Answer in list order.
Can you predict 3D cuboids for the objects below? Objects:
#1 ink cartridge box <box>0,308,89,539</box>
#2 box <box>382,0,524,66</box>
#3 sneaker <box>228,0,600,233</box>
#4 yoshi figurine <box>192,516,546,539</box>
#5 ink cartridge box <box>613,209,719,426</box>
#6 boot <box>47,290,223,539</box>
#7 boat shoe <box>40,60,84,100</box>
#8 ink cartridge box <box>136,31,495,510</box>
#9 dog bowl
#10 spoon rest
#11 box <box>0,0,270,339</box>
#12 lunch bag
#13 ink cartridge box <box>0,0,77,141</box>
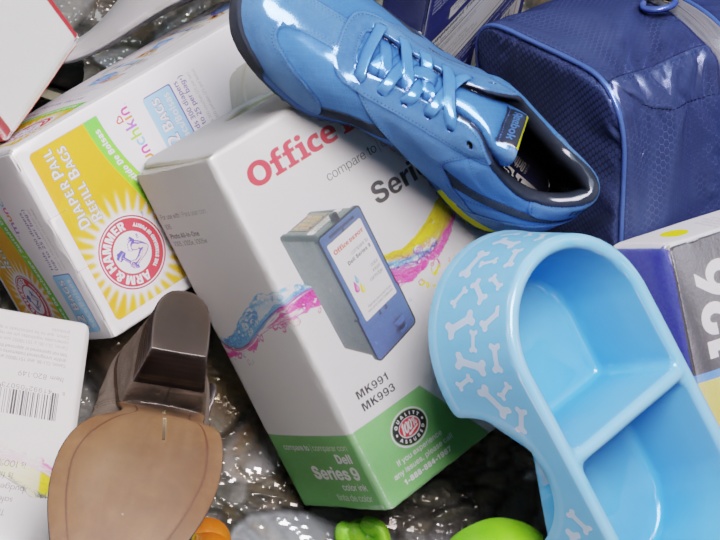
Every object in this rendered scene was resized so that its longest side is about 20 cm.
[{"bbox_3d":[-0.201,0.117,0.875,0.116,0.068,0.200,11,57,-12],"label":"ink cartridge box"},{"bbox_3d":[0.056,-0.163,0.959,0.032,0.200,0.121,34,62,13],"label":"box"},{"bbox_3d":[0.032,-0.084,0.864,0.200,0.078,0.066,34,71,-25],"label":"sneaker"},{"bbox_3d":[0.013,0.152,0.883,0.200,0.112,0.113,13,48,-6],"label":"yoshi figurine"},{"bbox_3d":[0.203,0.067,0.948,0.200,0.047,0.198,-18,102,-24],"label":"ink cartridge box"},{"bbox_3d":[-0.108,0.110,0.860,0.070,0.146,0.200,19,48,-3],"label":"boot"},{"bbox_3d":[-0.245,-0.154,1.054,0.201,0.074,0.063,27,94,10],"label":"boat shoe"},{"bbox_3d":[0.000,0.000,0.934,0.145,0.087,0.200,-33,103,-30],"label":"ink cartridge box"},{"bbox_3d":[0.112,0.070,0.861,0.111,0.050,0.200,-34,100,-35],"label":"dog bowl"},{"bbox_3d":[-0.123,-0.150,1.002,0.200,0.099,0.061,-9,98,1],"label":"spoon rest"},{"bbox_3d":[-0.104,-0.058,0.980,0.200,0.101,0.113,-35,107,-30],"label":"box"},{"bbox_3d":[0.152,-0.070,1.003,0.132,0.200,0.136,-20,36,-26],"label":"lunch bag"},{"bbox_3d":[-0.271,-0.134,0.945,0.200,0.144,0.084,-4,45,37],"label":"ink cartridge box"}]
